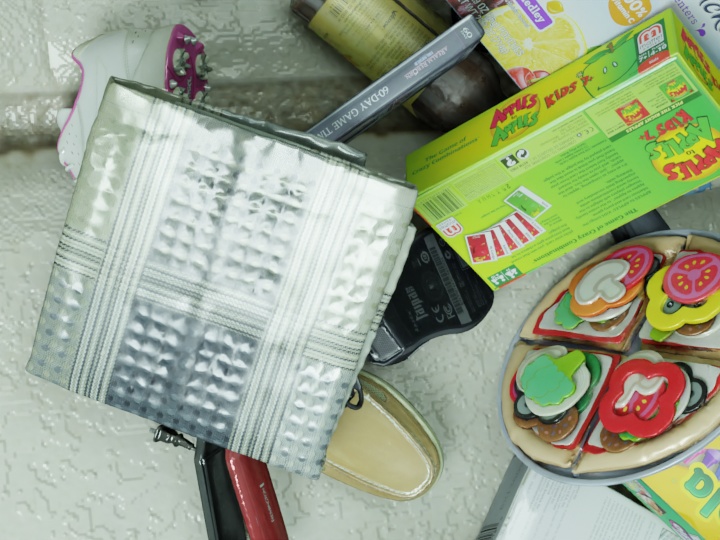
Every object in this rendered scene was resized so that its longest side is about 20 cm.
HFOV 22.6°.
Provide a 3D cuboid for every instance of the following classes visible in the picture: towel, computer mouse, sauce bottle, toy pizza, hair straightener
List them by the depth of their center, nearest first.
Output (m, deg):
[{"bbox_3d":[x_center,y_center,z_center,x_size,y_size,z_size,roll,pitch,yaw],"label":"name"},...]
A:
[{"bbox_3d":[-0.080,0.004,1.039,0.192,0.035,0.200,20,110,0],"label":"towel"},{"bbox_3d":[-0.106,0.095,1.105,0.041,0.077,0.200,-43,120,-53],"label":"hair straightener"},{"bbox_3d":[0.171,0.048,1.150,0.032,0.200,0.200,48,66,-36],"label":"toy pizza"},{"bbox_3d":[0.000,0.000,1.153,0.200,0.046,0.141,-31,94,-49],"label":"computer mouse"},{"bbox_3d":[0.044,-0.138,1.215,0.200,0.065,0.065,41,70,-4],"label":"sauce bottle"}]

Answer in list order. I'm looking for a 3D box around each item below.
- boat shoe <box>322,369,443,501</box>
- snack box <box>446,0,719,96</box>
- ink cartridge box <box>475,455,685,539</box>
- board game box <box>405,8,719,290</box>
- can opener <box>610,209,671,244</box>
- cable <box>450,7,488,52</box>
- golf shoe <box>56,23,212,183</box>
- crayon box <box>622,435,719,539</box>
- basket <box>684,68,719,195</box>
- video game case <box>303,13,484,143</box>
[{"bbox_3d":[-0.035,0.084,1.129,0.200,0.076,0.072,33,96,-3],"label":"boat shoe"},{"bbox_3d":[0.168,-0.191,1.117,0.169,0.200,0.068,44,24,-33],"label":"snack box"},{"bbox_3d":[0.171,0.213,1.183,0.200,0.050,0.109,30,70,-9],"label":"ink cartridge box"},{"bbox_3d":[0.138,-0.073,1.142,0.102,0.200,0.048,43,32,-34],"label":"board game box"},{"bbox_3d":[0.226,0.031,1.232,0.079,0.063,0.200,-25,86,-19],"label":"can opener"},{"bbox_3d":[0.107,-0.254,1.215,0.051,0.163,0.200,23,79,27],"label":"cable"},{"bbox_3d":[-0.152,-0.059,1.147,0.091,0.075,0.200,6,82,17],"label":"golf shoe"},{"bbox_3d":[0.282,0.123,1.169,0.200,0.058,0.173,43,77,-4],"label":"crayon box"},{"bbox_3d":[0.278,-0.152,1.237,0.200,0.139,0.176,-24,85,11],"label":"basket"},{"bbox_3d":[-0.013,-0.088,1.113,0.200,0.143,0.019,-35,92,0],"label":"video game case"}]
